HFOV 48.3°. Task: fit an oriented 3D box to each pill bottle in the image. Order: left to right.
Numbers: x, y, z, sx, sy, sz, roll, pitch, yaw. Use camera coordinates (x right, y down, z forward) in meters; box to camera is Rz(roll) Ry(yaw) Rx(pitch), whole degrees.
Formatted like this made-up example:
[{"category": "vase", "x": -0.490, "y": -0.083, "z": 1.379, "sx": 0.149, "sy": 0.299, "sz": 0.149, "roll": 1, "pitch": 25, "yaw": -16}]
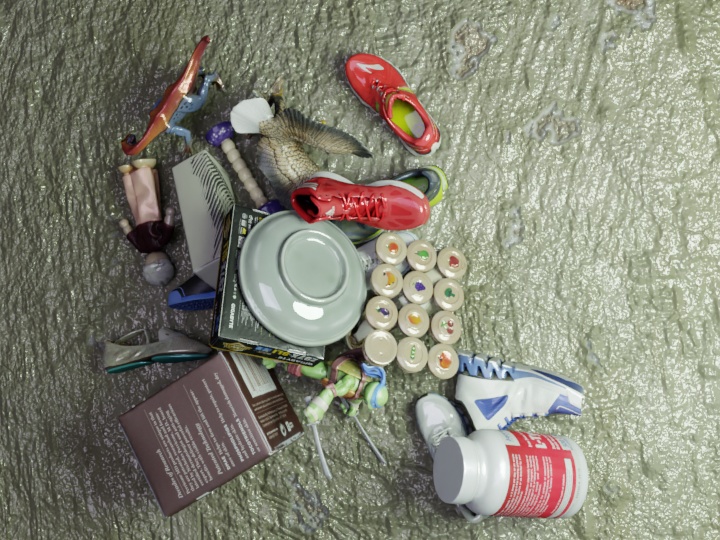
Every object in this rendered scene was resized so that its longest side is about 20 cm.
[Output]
[{"category": "pill bottle", "x": 0.203, "y": 0.277, "z": 1.096, "sx": 0.195, "sy": 0.112, "sz": 0.115, "roll": 10, "pitch": 91, "yaw": -24}]

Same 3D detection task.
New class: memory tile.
[{"category": "memory tile", "x": 0.081, "y": 0.049, "z": 1.162, "sx": 0.150, "sy": 0.017, "sz": 0.205, "roll": 13, "pitch": 68, "yaw": -14}]

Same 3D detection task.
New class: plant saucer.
[{"category": "plant saucer", "x": -0.071, "y": 0.002, "z": 1.116, "sx": 0.196, "sy": 0.050, "sz": 0.205, "roll": 11, "pitch": 65, "yaw": -24}]

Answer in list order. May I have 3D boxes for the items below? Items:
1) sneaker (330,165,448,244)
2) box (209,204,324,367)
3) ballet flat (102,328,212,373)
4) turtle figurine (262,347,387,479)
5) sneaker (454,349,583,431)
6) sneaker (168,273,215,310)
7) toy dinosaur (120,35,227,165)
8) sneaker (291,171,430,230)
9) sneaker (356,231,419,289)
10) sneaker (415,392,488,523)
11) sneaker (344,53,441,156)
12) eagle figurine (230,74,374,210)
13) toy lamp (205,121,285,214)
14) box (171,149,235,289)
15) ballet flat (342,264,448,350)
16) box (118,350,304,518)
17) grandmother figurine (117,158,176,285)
[{"category": "sneaker", "x": 0.035, "y": -0.104, "z": 1.208, "sx": 0.197, "sy": 0.081, "sz": 0.075, "roll": -30, "pitch": 82, "yaw": 11}, {"category": "box", "x": -0.124, "y": 0.022, "z": 1.137, "sx": 0.156, "sy": 0.049, "sz": 0.205, "roll": 14, "pitch": 63, "yaw": -25}, {"category": "ballet flat", "x": -0.336, "y": 0.123, "z": 1.305, "sx": 0.195, "sy": 0.067, "sz": 0.064, "roll": -10, "pitch": 77, "yaw": 13}, {"category": "turtle figurine", "x": -0.058, "y": 0.193, "z": 1.188, "sx": 0.192, "sy": 0.143, "sz": 0.204, "roll": 29, "pitch": 126, "yaw": 32}, {"category": "sneaker", "x": 0.220, "y": 0.194, "z": 1.163, "sx": 0.195, "sy": 0.080, "sz": 0.118, "roll": 14, "pitch": 96, "yaw": 21}, {"category": "sneaker", "x": -0.219, "y": 0.008, "z": 1.281, "sx": 0.195, "sy": 0.070, "sz": 0.080, "roll": -14, "pitch": 72, "yaw": 13}, {"category": "toy dinosaur", "x": -0.310, "y": -0.262, "z": 1.270, "sx": 0.104, "sy": 0.202, "sz": 0.181, "roll": 37, "pitch": 65, "yaw": 26}, {"category": "sneaker", "x": -0.008, "y": -0.083, "z": 1.127, "sx": 0.195, "sy": 0.115, "sz": 0.080, "roll": 9, "pitch": 114, "yaw": 22}, {"category": "sneaker", "x": 0.000, "y": 0.000, "z": 1.219, "sx": 0.197, "sy": 0.071, "sz": 0.074, "roll": -27, "pitch": 83, "yaw": 12}, {"category": "sneaker", "x": 0.138, "y": 0.274, "z": 1.172, "sx": 0.074, "sy": 0.086, "sz": 0.203, "roll": -31, "pitch": 81, "yaw": 13}, {"category": "sneaker", "x": 0.050, "y": -0.259, "z": 1.207, "sx": 0.077, "sy": 0.085, "sz": 0.200, "roll": -45, "pitch": 79, "yaw": 8}, {"category": "eagle figurine", "x": -0.092, "y": -0.195, "z": 1.222, "sx": 0.150, "sy": 0.152, "sz": 0.201, "roll": -36, "pitch": 75, "yaw": -10}, {"category": "toy lamp", "x": -0.175, "y": -0.141, "z": 1.275, "sx": 0.058, "sy": 0.058, "sz": 0.203, "roll": -32, "pitch": 82, "yaw": 11}, {"category": "box", "x": -0.230, "y": -0.078, "z": 1.238, "sx": 0.067, "sy": 0.082, "sz": 0.203, "roll": -26, "pitch": 60, "yaw": 11}, {"category": "ballet flat", "x": 0.055, "y": 0.059, "z": 1.208, "sx": 0.198, "sy": 0.069, "sz": 0.070, "roll": -36, "pitch": 81, "yaw": 10}, {"category": "box", "x": -0.221, "y": 0.236, "z": 1.220, "sx": 0.198, "sy": 0.166, "sz": 0.167, "roll": -32, "pitch": 82, "yaw": 11}, {"category": "grandmother figurine", "x": -0.344, "y": -0.077, "z": 1.318, "sx": 0.119, "sy": 0.060, "sz": 0.206, "roll": -12, "pitch": 88, "yaw": 41}]
